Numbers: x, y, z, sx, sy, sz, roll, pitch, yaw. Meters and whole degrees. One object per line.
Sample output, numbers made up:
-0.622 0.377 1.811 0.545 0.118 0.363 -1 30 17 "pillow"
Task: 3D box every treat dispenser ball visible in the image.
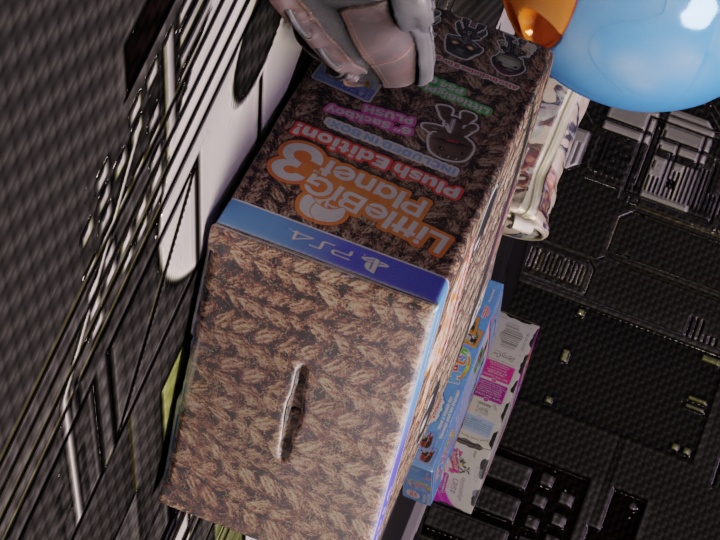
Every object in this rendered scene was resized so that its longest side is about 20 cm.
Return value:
0.185 -0.201 1.555 0.201 0.199 0.202 20 90 -83 "treat dispenser ball"

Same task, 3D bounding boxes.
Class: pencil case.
0.143 -0.117 1.970 0.089 0.077 0.201 -17 -132 66 "pencil case"

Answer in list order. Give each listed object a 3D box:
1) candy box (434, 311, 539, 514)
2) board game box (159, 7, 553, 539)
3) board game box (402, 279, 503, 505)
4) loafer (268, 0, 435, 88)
0.145 0.167 2.894 0.137 0.061 0.201 102 9 -50 "candy box"
0.000 0.000 1.077 0.200 0.096 0.160 -63 170 -49 "board game box"
0.091 0.121 2.430 0.151 0.036 0.201 88 22 -72 "board game box"
-0.005 -0.110 0.958 0.200 0.062 0.073 73 7 -86 "loafer"
